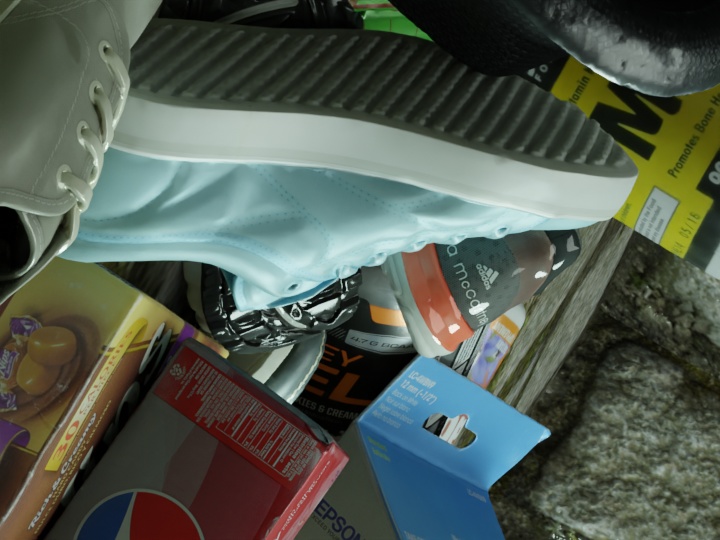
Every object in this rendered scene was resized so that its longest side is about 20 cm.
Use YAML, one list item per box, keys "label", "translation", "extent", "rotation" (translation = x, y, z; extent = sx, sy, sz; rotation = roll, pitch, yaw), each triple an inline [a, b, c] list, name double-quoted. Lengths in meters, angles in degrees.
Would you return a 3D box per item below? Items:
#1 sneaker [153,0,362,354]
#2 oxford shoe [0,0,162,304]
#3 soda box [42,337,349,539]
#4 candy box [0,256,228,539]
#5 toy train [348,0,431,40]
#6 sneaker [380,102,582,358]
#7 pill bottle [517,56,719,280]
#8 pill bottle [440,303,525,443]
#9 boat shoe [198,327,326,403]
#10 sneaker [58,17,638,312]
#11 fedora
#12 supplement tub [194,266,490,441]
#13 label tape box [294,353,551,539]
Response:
- label: "sneaker"
  translation: [-0.044, -0.057, 0.944]
  extent: [0.073, 0.080, 0.201]
  rotation: [-16, 143, -12]
- label: "oxford shoe"
  translation: [-0.091, -0.035, 0.739]
  extent: [0.200, 0.057, 0.075]
  rotation: [-54, 168, -46]
- label: "soda box"
  translation: [-0.086, 0.123, 0.933]
  extent: [0.201, 0.063, 0.070]
  rotation: [-55, 172, -4]
- label: "candy box"
  translation: [-0.109, 0.055, 0.955]
  extent: [0.117, 0.056, 0.200]
  rotation: [-58, 171, -3]
- label: "toy train"
  translation: [0.042, -0.110, 1.078]
  extent: [0.199, 0.042, 0.057]
  rotation: [-8, 123, -46]
- label: "sneaker"
  translation: [0.052, -0.029, 1.003]
  extent: [0.081, 0.077, 0.200]
  rotation: [-20, -159, 10]
- label: "pill bottle"
  translation: [0.116, -0.091, 1.293]
  extent: [0.115, 0.199, 0.114]
  rotation: [-58, 172, -12]
- label: "pill bottle"
  translation: [-0.008, 0.077, 1.449]
  extent: [0.201, 0.112, 0.112]
  rotation: [-59, 172, -4]
- label: "boat shoe"
  translation: [-0.057, 0.073, 1.149]
  extent: [0.200, 0.062, 0.073]
  rotation: [-48, -158, 44]
- label: "sneaker"
  translation: [-0.011, -0.027, 0.879]
  extent: [0.074, 0.199, 0.082]
  rotation: [-113, -143, -51]
- label: "fedora"
  translation: [0.043, -0.135, 0.877]
  extent: [0.091, 0.201, 0.201]
  rotation: [-27, -164, 41]
- label: "supplement tub"
  translation: [0.000, 0.000, 1.189]
  extent: [0.123, 0.122, 0.201]
  rotation: [-52, 168, -41]
- label: "label tape box"
  translation: [0.008, 0.144, 1.185]
  extent: [0.200, 0.066, 0.143]
  rotation: [-49, 150, 5]
